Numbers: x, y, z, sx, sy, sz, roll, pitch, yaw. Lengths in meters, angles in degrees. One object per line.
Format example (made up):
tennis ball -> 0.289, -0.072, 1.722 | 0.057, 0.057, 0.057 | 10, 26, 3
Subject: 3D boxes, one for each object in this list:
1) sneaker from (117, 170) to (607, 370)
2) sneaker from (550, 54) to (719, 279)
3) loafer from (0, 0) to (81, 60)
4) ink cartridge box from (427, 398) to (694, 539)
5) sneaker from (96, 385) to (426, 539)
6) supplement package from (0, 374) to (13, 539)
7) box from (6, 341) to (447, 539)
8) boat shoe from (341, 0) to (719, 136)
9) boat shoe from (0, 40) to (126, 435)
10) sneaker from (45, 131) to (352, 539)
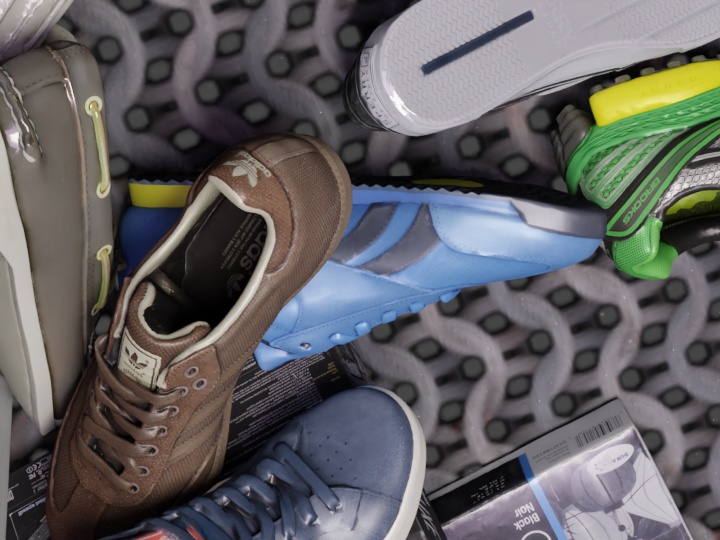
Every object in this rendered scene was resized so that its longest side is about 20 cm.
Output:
sneaker -> 0.000, 0.000, 1.053 | 0.199, 0.066, 0.079 | 0, 94, 12
sneaker -> 0.183, -0.049, 1.059 | 0.199, 0.086, 0.078 | -20, 151, 6
loafer -> -0.139, -0.088, 1.028 | 0.070, 0.070, 0.201 | 25, 109, -16
ink cartridge box -> 0.116, 0.164, 1.160 | 0.099, 0.039, 0.201 | -28, 110, 3
sneaker -> -0.059, 0.111, 0.984 | 0.200, 0.075, 0.085 | -46, 143, -7
supplement package -> -0.226, 0.075, 1.004 | 0.156, 0.200, 0.111 | 40, 102, -18
box -> -0.067, 0.126, 1.063 | 0.199, 0.158, 0.050 | -30, 144, 4
boat shoe -> 0.078, -0.109, 1.046 | 0.199, 0.071, 0.072 | -21, 98, -20
boat shoe -> -0.122, -0.009, 1.029 | 0.060, 0.072, 0.202 | -26, 145, -18
sneaker -> -0.079, 0.032, 1.000 | 0.070, 0.075, 0.201 | 35, 108, 21
